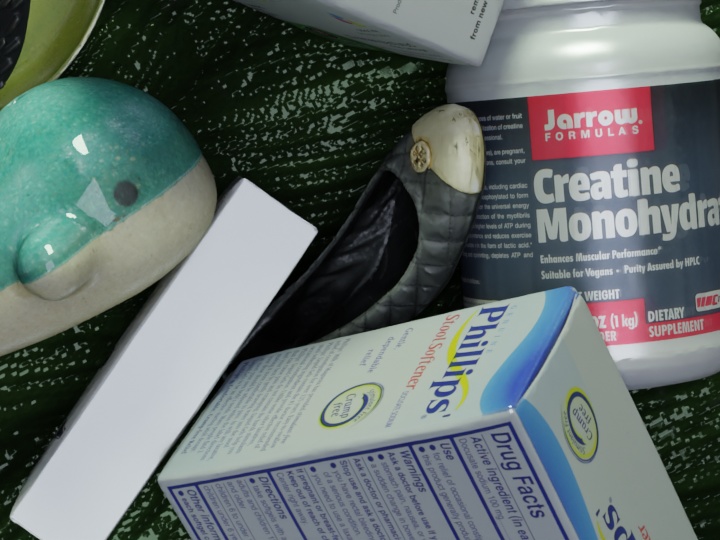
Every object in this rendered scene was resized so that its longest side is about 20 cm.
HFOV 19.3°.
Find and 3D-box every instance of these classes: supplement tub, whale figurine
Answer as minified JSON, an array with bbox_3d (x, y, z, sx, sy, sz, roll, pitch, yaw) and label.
[{"bbox_3d":[0.115,-0.047,1.048,0.139,0.140,0.202,-6,95,-6],"label":"supplement tub"},{"bbox_3d":[-0.168,-0.018,1.002,0.199,0.159,0.104,-31,102,-13],"label":"whale figurine"}]

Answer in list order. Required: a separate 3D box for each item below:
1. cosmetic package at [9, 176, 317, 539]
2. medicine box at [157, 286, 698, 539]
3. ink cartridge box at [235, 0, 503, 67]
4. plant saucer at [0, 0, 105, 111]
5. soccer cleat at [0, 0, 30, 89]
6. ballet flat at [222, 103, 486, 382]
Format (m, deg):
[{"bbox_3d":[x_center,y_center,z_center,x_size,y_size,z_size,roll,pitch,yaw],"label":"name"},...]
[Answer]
[{"bbox_3d":[-0.099,0.047,1.061,0.050,0.083,0.201,35,89,-8],"label":"cosmetic package"},{"bbox_3d":[0.039,0.125,1.004,0.199,0.103,0.183,-14,116,31],"label":"medicine box"},{"bbox_3d":[-0.045,-0.169,0.980,0.199,0.145,0.085,19,91,-29],"label":"ink cartridge box"},{"bbox_3d":[-0.215,-0.167,1.046,0.198,0.031,0.202,0,94,4],"label":"plant saucer"},{"bbox_3d":[-0.197,-0.174,0.986,0.068,0.073,0.201,-14,124,-13],"label":"soccer cleat"},{"bbox_3d":[0.000,0.000,1.040,0.056,0.067,0.201,9,128,-36],"label":"ballet flat"}]
